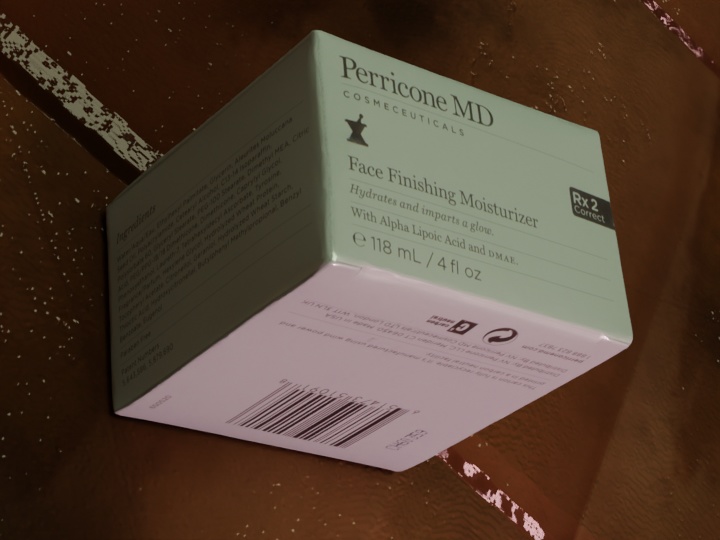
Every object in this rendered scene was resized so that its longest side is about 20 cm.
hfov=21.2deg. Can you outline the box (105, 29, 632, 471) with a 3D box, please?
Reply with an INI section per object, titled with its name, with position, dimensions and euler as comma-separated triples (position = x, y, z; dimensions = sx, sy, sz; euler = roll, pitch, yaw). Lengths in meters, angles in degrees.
[box]
position = 0.000, 0.000, 1.011
dimensions = 0.198, 0.200, 0.131
euler = 15, 56, -35
